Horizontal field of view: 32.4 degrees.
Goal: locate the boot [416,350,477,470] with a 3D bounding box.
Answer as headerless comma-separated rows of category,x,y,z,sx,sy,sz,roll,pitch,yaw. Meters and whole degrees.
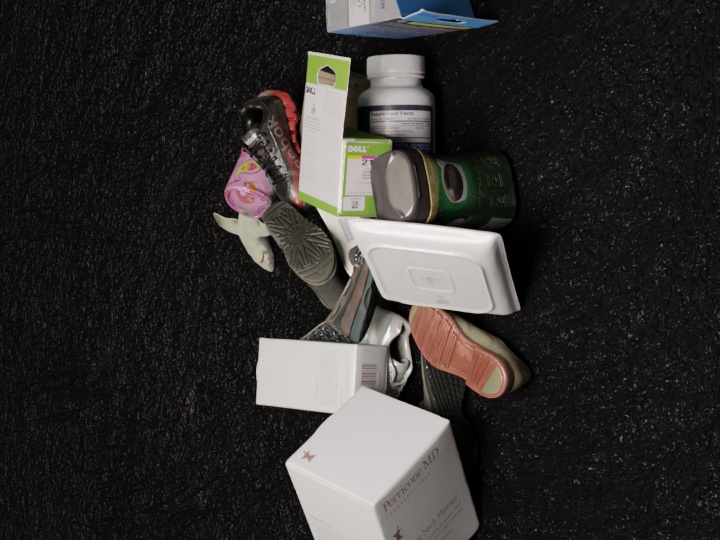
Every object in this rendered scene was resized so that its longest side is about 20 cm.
boot,0.091,0.191,1.730,0.130,0.067,0.204,-23,73,55

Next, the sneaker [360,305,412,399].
sneaker,0.033,0.157,1.793,0.080,0.070,0.204,11,100,47

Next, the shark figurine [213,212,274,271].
shark figurine,-0.154,-0.114,2.009,0.127,0.090,0.216,33,133,7

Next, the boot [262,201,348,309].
boot,-0.057,0.006,1.804,0.183,0.072,0.201,56,175,42

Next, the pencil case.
pencil case,-0.147,-0.183,1.917,0.087,0.087,0.203,-22,44,49

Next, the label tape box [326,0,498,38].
label tape box,0.067,-0.354,1.657,0.199,0.142,0.067,1,94,51

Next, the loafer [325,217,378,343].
loafer,0.000,0.000,1.692,0.062,0.072,0.203,20,110,13

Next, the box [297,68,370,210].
box,-0.038,-0.194,1.851,0.094,0.077,0.203,24,111,48

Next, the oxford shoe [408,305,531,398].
oxford shoe,0.142,0.103,1.646,0.200,0.073,0.072,42,121,38

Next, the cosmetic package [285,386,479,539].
cosmetic package,0.032,0.300,1.653,0.165,0.167,0.202,17,137,41

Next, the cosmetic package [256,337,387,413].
cosmetic package,-0.058,0.152,1.790,0.198,0.073,0.104,2,87,43

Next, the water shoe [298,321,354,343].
water shoe,-0.049,0.120,1.895,0.198,0.079,0.073,-23,77,23

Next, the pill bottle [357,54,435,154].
pill bottle,0.050,-0.193,1.715,0.110,0.110,0.204,3,94,51

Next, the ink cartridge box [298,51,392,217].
ink cartridge box,-0.019,-0.182,1.648,0.147,0.075,0.204,-152,64,-63

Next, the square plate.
square plate,0.094,0.002,1.567,0.197,0.199,0.029,7,63,19

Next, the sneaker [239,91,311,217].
sneaker,-0.126,-0.170,1.825,0.071,0.097,0.203,-32,68,46

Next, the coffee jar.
coffee jar,0.104,-0.102,1.582,0.085,0.198,0.106,-20,76,49

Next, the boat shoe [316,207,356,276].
boat shoe,-0.014,-0.077,1.777,0.071,0.068,0.202,-27,78,7
